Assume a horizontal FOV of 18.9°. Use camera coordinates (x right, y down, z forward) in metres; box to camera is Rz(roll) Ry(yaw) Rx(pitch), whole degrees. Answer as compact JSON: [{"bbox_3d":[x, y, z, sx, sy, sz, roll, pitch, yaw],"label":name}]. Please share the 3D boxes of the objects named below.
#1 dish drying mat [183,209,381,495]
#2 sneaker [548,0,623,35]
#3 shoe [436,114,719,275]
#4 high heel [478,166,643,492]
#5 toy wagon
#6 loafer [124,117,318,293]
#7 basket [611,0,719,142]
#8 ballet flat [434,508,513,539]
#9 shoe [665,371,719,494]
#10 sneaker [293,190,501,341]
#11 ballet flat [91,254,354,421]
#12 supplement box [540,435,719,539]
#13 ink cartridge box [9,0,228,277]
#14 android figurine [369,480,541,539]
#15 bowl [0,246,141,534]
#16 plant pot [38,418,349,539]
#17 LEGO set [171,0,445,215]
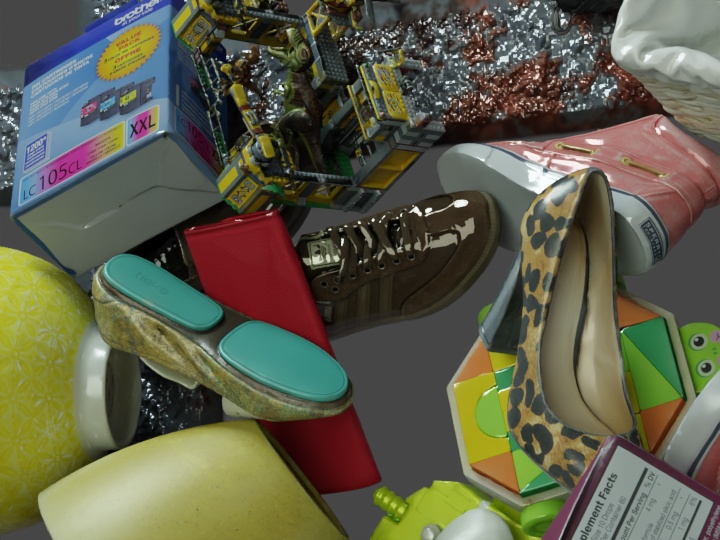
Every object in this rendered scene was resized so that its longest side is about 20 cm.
[{"bbox_3d":[-0.050,0.057,1.430,0.076,0.018,0.201,-10,109,31],"label":"dish drying mat"},{"bbox_3d":[0.139,-0.255,1.430,0.113,0.075,0.201,-21,74,17],"label":"sneaker"},{"bbox_3d":[0.144,-0.057,1.399,0.091,0.072,0.199,-36,33,-27],"label":"shoe"},{"bbox_3d":[0.139,0.042,1.272,0.200,0.071,0.143,60,137,42],"label":"high heel"},{"bbox_3d":[0.154,0.073,1.358,0.199,0.040,0.156,-19,59,14],"label":"toy wagon"},{"bbox_3d":[-0.106,-0.026,1.503,0.200,0.071,0.073,-49,64,9],"label":"loafer"},{"bbox_3d":[0.280,-0.170,1.288,0.199,0.161,0.199,14,79,25],"label":"basket"},{"bbox_3d":[0.031,0.238,1.343,0.069,0.069,0.201,32,95,27],"label":"ballet flat"},{"bbox_3d":[0.228,0.132,1.248,0.091,0.201,0.071,36,64,23],"label":"shoe"},{"bbox_3d":[0.000,0.000,1.422,0.199,0.075,0.071,-28,60,32],"label":"sneaker"},{"bbox_3d":[-0.091,0.057,1.401,0.199,0.071,0.071,27,92,21],"label":"ballet flat"},{"bbox_3d":[0.182,0.204,1.168,0.199,0.131,0.103,30,49,4],"label":"supplement box"},{"bbox_3d":[-0.167,-0.108,1.517,0.136,0.076,0.201,-26,37,18],"label":"ink cartridge box"},{"bbox_3d":[0.075,0.215,1.388,0.200,0.041,0.183,35,95,25],"label":"android figurine"},{"bbox_3d":[-0.211,0.082,1.471,0.107,0.200,0.202,0,79,13],"label":"bowl"},{"bbox_3d":[-0.091,0.180,1.401,0.142,0.200,0.200,-38,66,-1],"label":"plant pot"},{"bbox_3d":[-0.031,-0.135,1.437,0.116,0.153,0.201,-44,45,40],"label":"LEGO set"}]
